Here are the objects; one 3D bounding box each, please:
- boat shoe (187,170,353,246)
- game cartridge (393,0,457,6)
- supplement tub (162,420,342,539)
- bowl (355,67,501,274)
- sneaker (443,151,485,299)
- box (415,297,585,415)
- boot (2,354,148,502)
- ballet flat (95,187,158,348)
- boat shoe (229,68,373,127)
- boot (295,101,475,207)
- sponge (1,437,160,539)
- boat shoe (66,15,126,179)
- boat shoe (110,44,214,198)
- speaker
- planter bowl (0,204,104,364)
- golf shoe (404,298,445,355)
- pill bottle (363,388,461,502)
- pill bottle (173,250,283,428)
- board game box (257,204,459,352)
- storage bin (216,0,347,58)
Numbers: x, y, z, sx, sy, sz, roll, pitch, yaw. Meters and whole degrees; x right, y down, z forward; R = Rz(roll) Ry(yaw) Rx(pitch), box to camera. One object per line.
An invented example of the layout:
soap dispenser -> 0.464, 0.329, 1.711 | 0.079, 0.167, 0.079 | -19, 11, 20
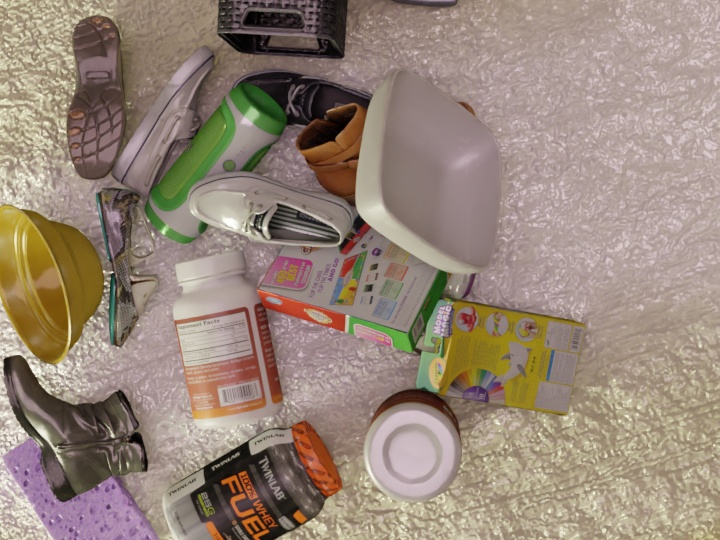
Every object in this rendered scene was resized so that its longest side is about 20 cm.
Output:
boat shoe -> -0.108, -0.069, 1.570 | 0.198, 0.067, 0.074 | 5, 117, 4
game cartridge -> 0.040, -0.403, 1.656 | 0.198, 0.041, 0.134 | 20, 89, 3
supplement tub -> -0.130, 0.273, 1.643 | 0.199, 0.123, 0.123 | -31, 90, 4
bowl -> 0.070, -0.101, 1.521 | 0.074, 0.199, 0.202 | -22, 50, 41
sneaker -> 0.105, -0.068, 1.641 | 0.099, 0.075, 0.202 | 11, 93, 2
box -> 0.164, 0.103, 1.628 | 0.198, 0.048, 0.118 | 11, 92, -19
boot -> -0.346, 0.175, 1.660 | 0.130, 0.068, 0.201 | -24, 98, 0
ballet flat -> -0.284, -0.003, 1.665 | 0.071, 0.072, 0.202 | -2, 102, 4
boat shoe -> -0.066, -0.205, 1.651 | 0.198, 0.068, 0.072 | 13, 92, 3
boot -> 0.029, -0.164, 1.601 | 0.199, 0.155, 0.077 | -30, 53, 13
sponge -> -0.353, 0.289, 1.703 | 0.111, 0.030, 0.201 | -33, 88, 3
boat shoe -> -0.319, -0.210, 1.666 | 0.074, 0.073, 0.202 | 4, 86, 0
boat shoe -> -0.229, -0.181, 1.662 | 0.066, 0.072, 0.201 | 35, 94, -2
speaker -> -0.176, -0.129, 1.632 | 0.088, 0.088, 0.200 | 42, 110, 2
planter bowl -> -0.370, 0.006, 1.647 | 0.083, 0.200, 0.202 | -21, 90, -35
golf shoe -> 0.044, 0.061, 1.641 | 0.198, 0.094, 0.078 | 11, 91, 2
pill bottle -> 0.063, 0.200, 1.589 | 0.111, 0.200, 0.113 | 0, 92, 3
pill bottle -> -0.165, 0.083, 1.637 | 0.111, 0.112, 0.202 | -11, 90, 4
board game box -> 0.000, 0.000, 1.592 | 0.199, 0.040, 0.154 | 16, 59, 23
storage bin -> -0.088, -0.309, 1.583 | 0.134, 0.200, 0.095 | 4, 92, 3
